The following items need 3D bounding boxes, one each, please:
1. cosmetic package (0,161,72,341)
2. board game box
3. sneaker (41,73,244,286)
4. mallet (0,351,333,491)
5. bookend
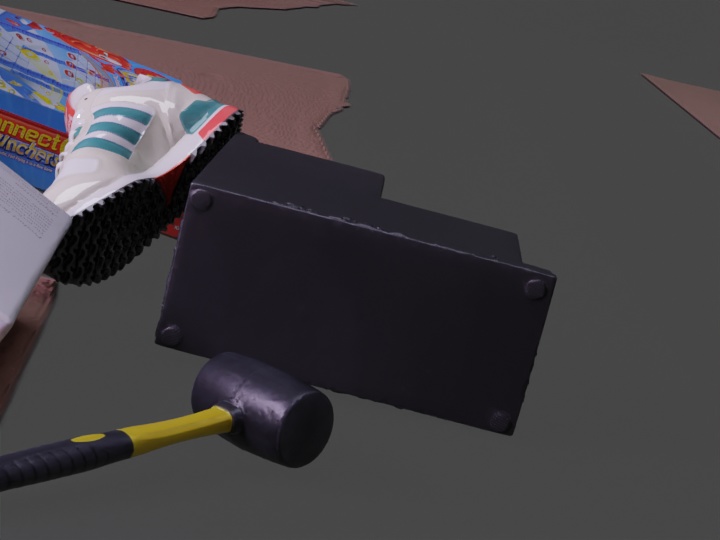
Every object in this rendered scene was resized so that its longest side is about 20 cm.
[{"bbox_3d":[-0.206,-0.007,0.823,0.102,0.074,0.200,38,12,-9],"label":"cosmetic package"},{"bbox_3d":[-0.206,-0.110,1.197,0.195,0.056,0.200,20,18,-24],"label":"board game box"},{"bbox_3d":[-0.157,-0.063,1.054,0.093,0.071,0.200,30,40,16],"label":"sneaker"},{"bbox_3d":[-0.090,0.077,0.750,0.066,0.041,0.200,18,18,32],"label":"mallet"},{"bbox_3d":[0.000,0.000,1.004,0.198,0.093,0.200,14,13,-1],"label":"bookend"}]
